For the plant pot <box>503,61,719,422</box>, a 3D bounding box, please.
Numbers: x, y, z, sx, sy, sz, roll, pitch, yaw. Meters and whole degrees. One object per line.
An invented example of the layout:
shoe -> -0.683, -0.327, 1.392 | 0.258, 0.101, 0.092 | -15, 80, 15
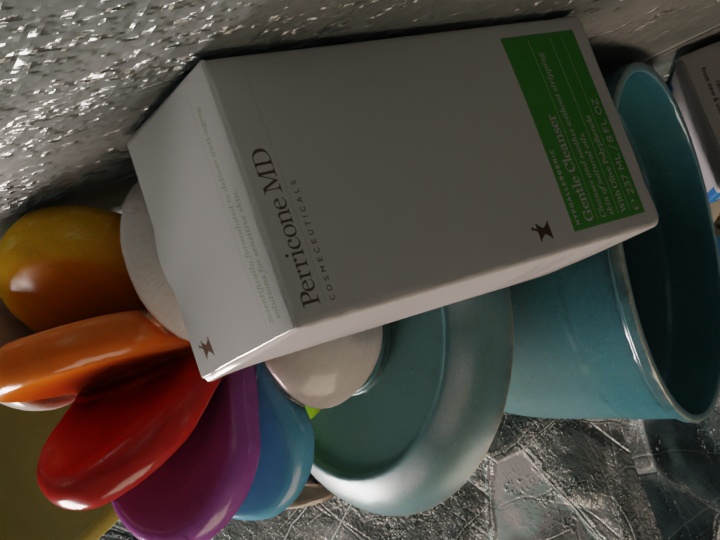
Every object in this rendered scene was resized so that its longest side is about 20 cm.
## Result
plant pot -> 0.096, -0.004, 0.657 | 0.188, 0.201, 0.200 | -10, 179, 31

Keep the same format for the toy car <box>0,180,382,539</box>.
toy car -> -0.094, 0.058, 0.538 | 0.175, 0.150, 0.200 | -23, 141, 30

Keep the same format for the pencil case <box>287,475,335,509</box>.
pencil case -> -0.075, 0.110, 0.957 | 0.089, 0.201, 0.078 | -20, -175, -34

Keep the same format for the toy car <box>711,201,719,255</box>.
toy car -> 0.242, -0.039, 0.888 | 0.200, 0.177, 0.184 | -30, 177, -32

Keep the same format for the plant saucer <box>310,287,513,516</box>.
plant saucer -> 0.001, 0.035, 0.607 | 0.027, 0.201, 0.200 | 1, 161, -41

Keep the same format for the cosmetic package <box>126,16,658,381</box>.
cosmetic package -> 0.017, -0.036, 0.466 | 0.200, 0.108, 0.085 | -16, 173, -37

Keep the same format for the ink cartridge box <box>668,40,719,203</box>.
ink cartridge box -> 0.306, -0.121, 0.697 | 0.200, 0.085, 0.146 | -22, 172, 9

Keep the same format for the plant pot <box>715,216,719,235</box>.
plant pot -> 0.729, -0.018, 2.339 | 0.200, 0.200, 0.177 | -16, 161, -27

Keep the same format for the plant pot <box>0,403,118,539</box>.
plant pot -> -0.294, 0.176, 0.964 | 0.176, 0.200, 0.200 | -30, 176, -13
